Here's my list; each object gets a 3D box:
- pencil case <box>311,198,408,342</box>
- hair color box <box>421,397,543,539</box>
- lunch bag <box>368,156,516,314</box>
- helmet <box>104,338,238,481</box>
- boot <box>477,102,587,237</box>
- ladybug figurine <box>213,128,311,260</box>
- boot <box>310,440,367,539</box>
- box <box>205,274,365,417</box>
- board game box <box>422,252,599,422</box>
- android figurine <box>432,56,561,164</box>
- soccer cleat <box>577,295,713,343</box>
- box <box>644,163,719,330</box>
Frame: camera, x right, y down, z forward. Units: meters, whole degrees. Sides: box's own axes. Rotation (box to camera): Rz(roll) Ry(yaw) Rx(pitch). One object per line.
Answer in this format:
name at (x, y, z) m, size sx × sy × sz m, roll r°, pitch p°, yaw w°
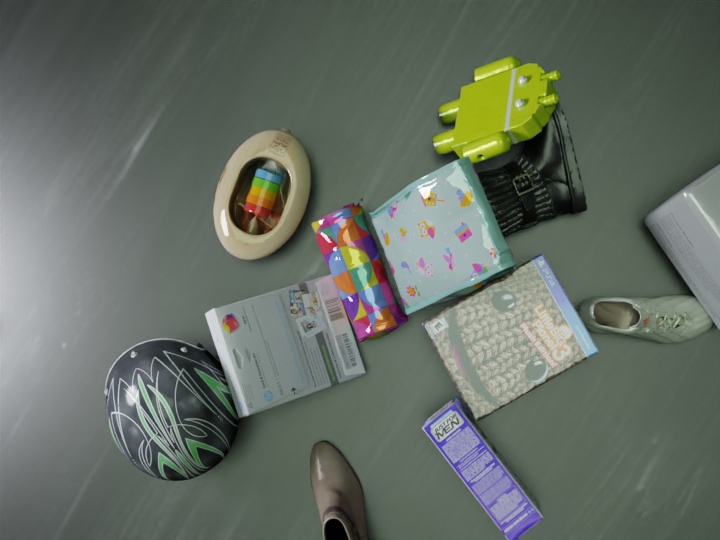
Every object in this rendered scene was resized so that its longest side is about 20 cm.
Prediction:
pencil case at (0.000, 0.000, 1.643) m, size 0.088 × 0.088 × 0.202 m, roll -20°, pitch 86°, yaw 3°
hair color box at (0.172, 0.279, 1.599) m, size 0.065 × 0.109 × 0.201 m, roll -37°, pitch 84°, yaw 3°
lunch bag at (0.125, -0.051, 1.574) m, size 0.121 × 0.200 × 0.172 m, roll -18°, pitch 83°, yaw -37°
helmet at (-0.266, 0.196, 1.599) m, size 0.197 × 0.191 × 0.203 m, roll 0°, pitch 87°, yaw 4°
boot at (0.228, -0.160, 1.634) m, size 0.156 × 0.079 × 0.214 m, roll -14°, pitch 86°, yaw 4°
ladybug figurine at (-0.140, -0.112, 1.666) m, size 0.135 × 0.072 × 0.202 m, roll 23°, pitch 89°, yaw 6°
boot at (-0.031, 0.343, 1.594) m, size 0.070 × 0.146 × 0.202 m, roll -24°, pitch 85°, yaw 5°
box at (-0.105, 0.105, 1.616) m, size 0.198 × 0.041 × 0.158 m, roll -17°, pitch 85°, yaw -32°
board game box at (0.211, 0.096, 1.612) m, size 0.199 × 0.097 × 0.160 m, roll -31°, pitch 85°, yaw 3°
android figurine at (0.195, -0.228, 1.602) m, size 0.198 × 0.041 × 0.183 m, roll -15°, pitch 46°, yaw 35°
soccer cleat at (0.409, 0.068, 1.603) m, size 0.197 × 0.078 × 0.070 m, roll 2°, pitch 87°, yaw -1°
box at (0.540, -0.059, 1.542) m, size 0.199 × 0.171 × 0.200 m, roll -33°, pitch 84°, yaw -8°
